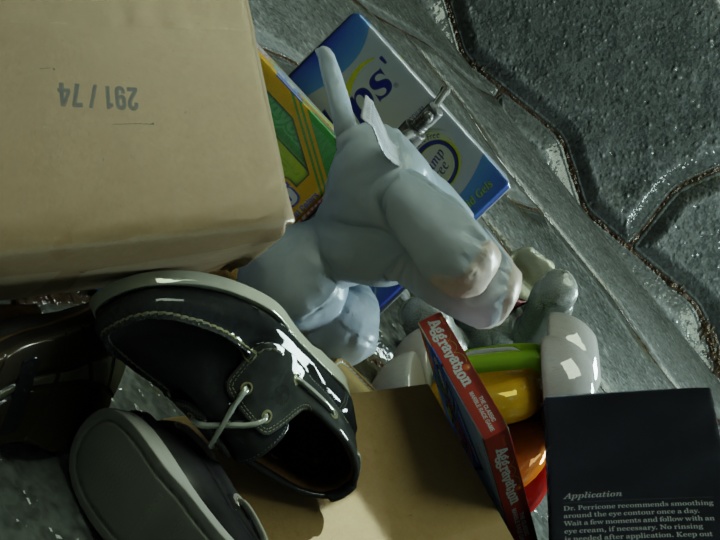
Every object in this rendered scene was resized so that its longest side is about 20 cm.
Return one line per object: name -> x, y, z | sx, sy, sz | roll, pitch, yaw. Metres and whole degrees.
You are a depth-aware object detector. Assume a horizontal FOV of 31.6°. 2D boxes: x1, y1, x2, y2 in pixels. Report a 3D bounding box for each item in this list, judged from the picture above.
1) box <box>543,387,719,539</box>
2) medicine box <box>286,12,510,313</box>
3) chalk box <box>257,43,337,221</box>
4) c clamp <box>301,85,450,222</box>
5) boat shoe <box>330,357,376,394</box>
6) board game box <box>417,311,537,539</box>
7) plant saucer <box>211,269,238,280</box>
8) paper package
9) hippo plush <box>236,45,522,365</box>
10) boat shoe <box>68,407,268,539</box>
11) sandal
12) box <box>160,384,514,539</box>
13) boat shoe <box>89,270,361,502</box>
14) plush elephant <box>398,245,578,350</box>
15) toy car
box -> 0.182, 0.215, 0.816 | 0.201, 0.116, 0.199 | -78, 162, -57
medicine box -> 0.001, -0.089, 1.120 | 0.200, 0.182, 0.103 | 47, 7, -3
chalk box -> -0.112, -0.120, 0.997 | 0.200, 0.124, 0.124 | 45, 6, -7
c clamp -> -0.007, -0.059, 1.009 | 0.027, 0.200, 0.171 | 45, 20, -2
boat shoe -> 0.038, 0.135, 0.841 | 0.201, 0.076, 0.072 | 56, 28, -11
board game box -> 0.083, 0.128, 0.829 | 0.201, 0.019, 0.103 | 71, -8, -45
plant saucer -> -0.065, 0.059, 0.895 | 0.200, 0.035, 0.201 | 43, 17, -17
paper package -> -0.150, -0.088, 0.588 | 0.198, 0.103, 0.194 | -8, 82, -30
hippo plush -> 0.000, 0.000, 0.841 | 0.200, 0.160, 0.160 | 42, 9, -43
boat shoe -> -0.071, 0.149, 0.619 | 0.200, 0.074, 0.060 | 47, 19, 29
sandal -> -0.173, 0.051, 0.607 | 0.054, 0.083, 0.200 | 29, 18, 18
box -> -0.003, 0.144, 0.727 | 0.198, 0.021, 0.165 | -3, 52, -38
boat shoe -> -0.060, 0.060, 0.647 | 0.200, 0.071, 0.068 | 42, 30, -49
plush elephant -> 0.117, 0.025, 1.229 | 0.201, 0.162, 0.156 | 73, 4, -54
toy car -> 0.108, 0.123, 1.025 | 0.200, 0.172, 0.152 | -42, 124, -74
